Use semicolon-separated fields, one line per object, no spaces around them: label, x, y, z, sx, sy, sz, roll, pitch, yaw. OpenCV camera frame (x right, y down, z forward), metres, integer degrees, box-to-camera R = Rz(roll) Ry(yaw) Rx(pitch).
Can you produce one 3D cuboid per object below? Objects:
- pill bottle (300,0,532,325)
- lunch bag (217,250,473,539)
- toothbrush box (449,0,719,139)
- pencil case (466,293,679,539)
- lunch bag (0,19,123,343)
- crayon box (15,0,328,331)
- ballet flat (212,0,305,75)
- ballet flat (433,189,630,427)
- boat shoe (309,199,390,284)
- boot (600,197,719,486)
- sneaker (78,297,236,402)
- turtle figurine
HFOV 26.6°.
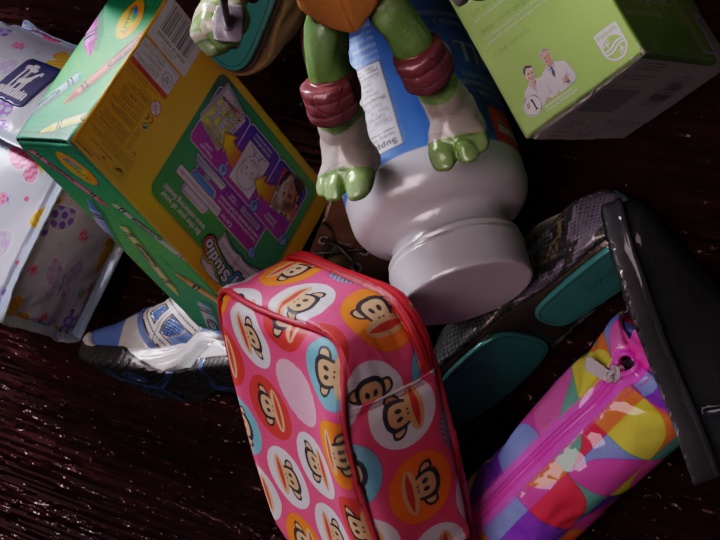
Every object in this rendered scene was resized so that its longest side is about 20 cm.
pill bottle;0.038;-0.075;0.921;0.112;0.112;0.202;-31;64;31
lunch bag;-0.019;0.095;0.921;0.175;0.081;0.202;21;129;52
toothbrush box;0.108;-0.181;0.872;0.086;0.145;0.201;-36;75;28
pencil case;0.128;0.110;0.924;0.088;0.088;0.201;48;117;20
lunch bag;-0.252;-0.076;1.121;0.169;0.127;0.202;27;88;27
crayon box;-0.112;-0.064;0.971;0.058;0.200;0.120;6;57;42
ballet flat;-0.039;-0.203;0.892;0.069;0.063;0.201;42;131;11
ballet flat;0.102;0.020;0.951;0.200;0.072;0.072;-43;72;27
boat shoe;0.000;0.000;1.003;0.071;0.068;0.203;10;99;32
boot;0.243;0.007;0.802;0.198;0.066;0.166;-21;102;9
sneaker;-0.120;0.047;1.094;0.198;0.076;0.078;-4;65;35
turtle figurine;-0.003;-0.120;0.767;0.200;0.143;0.195;32;152;50
